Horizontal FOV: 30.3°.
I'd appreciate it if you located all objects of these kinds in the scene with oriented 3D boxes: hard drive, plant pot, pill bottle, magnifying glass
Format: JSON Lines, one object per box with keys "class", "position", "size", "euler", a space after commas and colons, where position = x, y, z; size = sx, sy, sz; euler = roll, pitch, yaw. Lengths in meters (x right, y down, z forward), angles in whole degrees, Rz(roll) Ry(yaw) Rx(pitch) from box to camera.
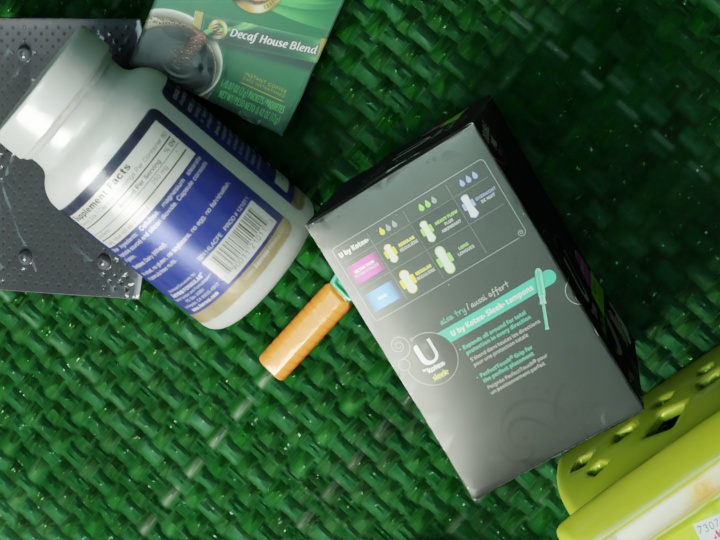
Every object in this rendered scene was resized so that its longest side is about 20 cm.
{"class": "hard drive", "position": [-0.211, -0.084, 0.982], "size": [0.134, 0.042, 0.202], "euler": [3, 97, 15]}
{"class": "plant pot", "position": [0.243, 0.164, 0.815], "size": [0.200, 0.181, 0.200], "euler": [-38, 86, 15]}
{"class": "pill bottle", "position": [-0.138, -0.063, 0.894], "size": [0.200, 0.116, 0.116], "euler": [41, 107, -17]}
{"class": "magnifying glass", "position": [0.000, 0.000, 0.945], "size": [0.080, 0.022, 0.200], "euler": [44, 107, 6]}

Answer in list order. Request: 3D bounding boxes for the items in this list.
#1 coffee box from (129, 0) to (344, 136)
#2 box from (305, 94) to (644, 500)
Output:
{"class": "coffee box", "position": [-0.066, -0.209, 0.907], "size": [0.122, 0.044, 0.201], "euler": [25, 103, -9]}
{"class": "box", "position": [0.077, 0.011, 0.845], "size": [0.124, 0.149, 0.201], "euler": [-31, 96, 14]}
